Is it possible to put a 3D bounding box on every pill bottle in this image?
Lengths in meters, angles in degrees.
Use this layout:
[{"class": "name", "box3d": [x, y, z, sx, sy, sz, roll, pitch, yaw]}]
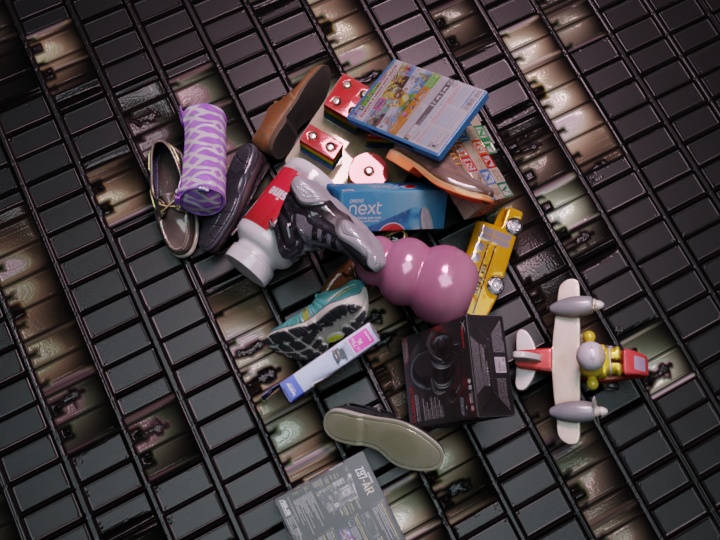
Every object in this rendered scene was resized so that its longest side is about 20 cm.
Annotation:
[{"class": "pill bottle", "box3d": [-0.130, -0.077, 1.335, 0.112, 0.112, 0.201, 35, 76, 7]}]

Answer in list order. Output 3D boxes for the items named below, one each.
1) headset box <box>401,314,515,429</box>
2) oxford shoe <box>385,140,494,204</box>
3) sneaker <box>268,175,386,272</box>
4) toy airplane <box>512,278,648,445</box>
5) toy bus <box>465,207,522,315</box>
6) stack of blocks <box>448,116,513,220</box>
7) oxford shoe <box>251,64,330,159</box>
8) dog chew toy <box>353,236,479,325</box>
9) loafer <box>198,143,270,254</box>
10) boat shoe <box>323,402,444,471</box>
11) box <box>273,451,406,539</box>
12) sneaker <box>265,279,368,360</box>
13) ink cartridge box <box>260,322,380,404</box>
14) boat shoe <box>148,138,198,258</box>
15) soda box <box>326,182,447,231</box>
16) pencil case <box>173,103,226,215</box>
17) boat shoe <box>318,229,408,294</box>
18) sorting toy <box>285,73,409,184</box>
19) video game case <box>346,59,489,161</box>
[{"class": "headset box", "box3d": [0.140, 0.163, 1.251, 0.076, 0.199, 0.151, 4, 73, -31]}, {"class": "oxford shoe", "box3d": [0.136, -0.169, 1.301, 0.199, 0.071, 0.074, 31, 96, 20]}, {"class": "sneaker", "box3d": [-0.055, -0.043, 1.235, 0.200, 0.075, 0.114, 44, 107, 16]}, {"class": "toy airplane", "box3d": [0.338, 0.140, 1.283, 0.198, 0.141, 0.201, -39, 80, -11]}, {"class": "toy bus", "box3d": [0.210, -0.011, 1.359, 0.077, 0.065, 0.202, 19, 75, 4]}, {"class": "stack of blocks", "box3d": [0.178, -0.193, 1.381, 0.114, 0.058, 0.202, -15, 72, -46]}, {"class": "oxford shoe", "box3d": [-0.122, -0.290, 1.420, 0.071, 0.072, 0.201, 24, 68, 30]}, {"class": "dog chew toy", "box3d": [0.082, 0.007, 1.265, 0.197, 0.125, 0.126, 19, 74, 6]}, {"class": "loafer", "box3d": [-0.206, -0.114, 1.368, 0.071, 0.063, 0.202, 7, 71, 44]}, {"class": "boat shoe", "box3d": [0.043, 0.253, 1.263, 0.197, 0.066, 0.076, 9, 106, 20]}, {"class": "box", "box3d": [-0.022, 0.406, 1.243, 0.159, 0.044, 0.202, -26, 78, -10]}, {"class": "sneaker", "box3d": [-0.066, 0.080, 1.293, 0.198, 0.078, 0.080, -27, 34, 25]}, {"class": "ink cartridge box", "box3d": [-0.064, 0.157, 1.270, 0.198, 0.119, 0.042, -31, 84, -11]}, {"class": "boat shoe", "box3d": [-0.319, -0.122, 1.361, 0.071, 0.060, 0.203, -12, 75, 5]}, {"class": "soda box", "box3d": [0.043, -0.105, 1.330, 0.197, 0.064, 0.069, -4, 109, -26]}, {"class": "pencil case", "box3d": [-0.266, -0.186, 1.352, 0.084, 0.084, 0.202, 2, 55, -10]}, {"class": "boat shoe", "box3d": [0.000, 0.000, 1.343, 0.072, 0.068, 0.200, 42, 78, 7]}, {"class": "sorting toy", "box3d": [0.001, -0.224, 1.404, 0.197, 0.070, 0.201, 31, 75, 6]}, {"class": "video game case", "box3d": [0.091, -0.268, 1.330, 0.199, 0.018, 0.144, 29, 73, 33]}]
